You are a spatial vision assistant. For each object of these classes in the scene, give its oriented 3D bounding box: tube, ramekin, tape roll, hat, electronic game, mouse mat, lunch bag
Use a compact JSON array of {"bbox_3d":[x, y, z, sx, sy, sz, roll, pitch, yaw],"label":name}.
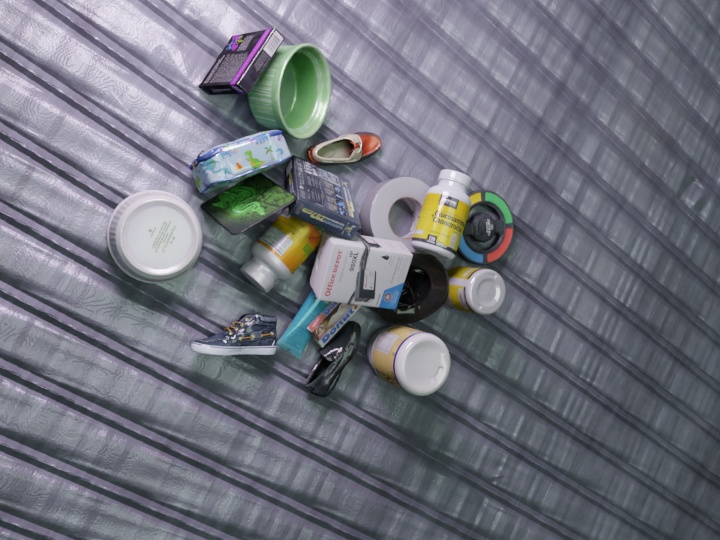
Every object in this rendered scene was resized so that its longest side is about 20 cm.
[{"bbox_3d":[-0.122,0.108,1.521,0.077,0.050,0.201,34,84,-27],"label":"tube"},{"bbox_3d":[-0.428,-0.070,1.344,0.201,0.094,0.204,-1,94,-24],"label":"ramekin"},{"bbox_3d":[0.102,-0.131,1.592,0.199,0.066,0.202,-1,94,-23],"label":"tape roll"},{"bbox_3d":[-0.157,-0.395,1.397,0.200,0.097,0.201,-38,136,-49],"label":"ramekin"},{"bbox_3d":[0.119,0.035,1.596,0.199,0.081,0.202,-1,108,-3],"label":"hat"},{"bbox_3d":[0.327,-0.115,1.707,0.199,0.042,0.202,-1,94,-24],"label":"electronic game"},{"bbox_3d":[-0.244,-0.147,1.371,0.160,0.200,0.008,-33,127,-18],"label":"mouse mat"},{"bbox_3d":[-0.262,-0.234,1.374,0.199,0.161,0.083,-24,98,-23],"label":"lunch bag"}]

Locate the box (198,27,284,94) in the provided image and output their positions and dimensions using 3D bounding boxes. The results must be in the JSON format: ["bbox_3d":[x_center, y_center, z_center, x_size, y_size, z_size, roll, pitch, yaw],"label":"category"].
[{"bbox_3d":[-0.254,-0.436,1.342,0.036,0.199,0.144,38,78,-38],"label":"box"}]

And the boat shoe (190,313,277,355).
[{"bbox_3d":[-0.283,0.142,1.441,0.199,0.071,0.092,4,91,-31],"label":"boat shoe"}]

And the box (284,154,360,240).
[{"bbox_3d":[-0.088,-0.167,1.439,0.157,0.201,0.051,20,122,-24],"label":"box"}]

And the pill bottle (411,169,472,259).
[{"bbox_3d":[0.202,-0.135,1.540,0.111,0.112,0.201,20,85,-24],"label":"pill bottle"}]

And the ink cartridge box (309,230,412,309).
[{"bbox_3d":[0.000,0.000,1.462,0.199,0.084,0.146,8,111,-22],"label":"ink cartridge box"}]

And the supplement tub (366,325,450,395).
[{"bbox_3d":[0.111,0.212,1.545,0.144,0.200,0.147,-1,93,-24],"label":"supplement tub"}]

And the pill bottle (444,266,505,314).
[{"bbox_3d":[0.264,0.046,1.602,0.110,0.200,0.112,-2,95,-24],"label":"pill bottle"}]

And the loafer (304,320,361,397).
[{"bbox_3d":[-0.065,0.208,1.537,0.070,0.068,0.201,33,83,-32],"label":"loafer"}]

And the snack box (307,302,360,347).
[{"bbox_3d":[-0.044,0.092,1.544,0.200,0.024,0.072,-46,140,-17],"label":"snack box"}]

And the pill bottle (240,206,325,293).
[{"bbox_3d":[-0.177,-0.049,1.448,0.111,0.111,0.200,46,76,-20],"label":"pill bottle"}]

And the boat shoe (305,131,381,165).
[{"bbox_3d":[-0.032,-0.292,1.524,0.199,0.062,0.072,-15,97,-24],"label":"boat shoe"}]
